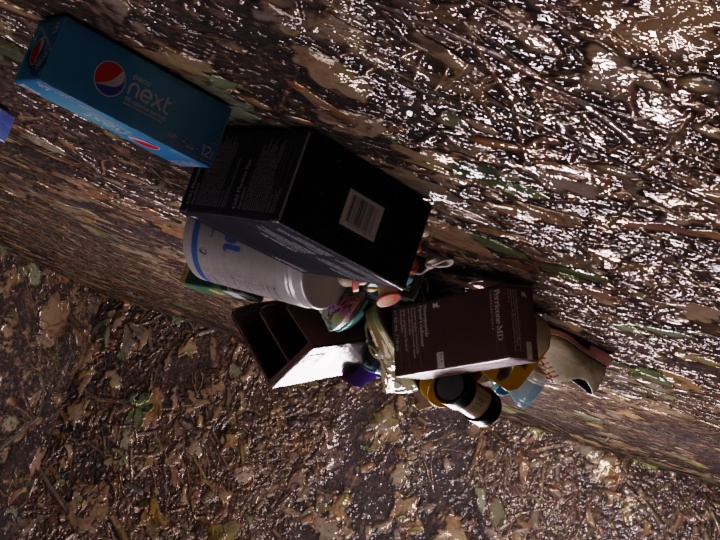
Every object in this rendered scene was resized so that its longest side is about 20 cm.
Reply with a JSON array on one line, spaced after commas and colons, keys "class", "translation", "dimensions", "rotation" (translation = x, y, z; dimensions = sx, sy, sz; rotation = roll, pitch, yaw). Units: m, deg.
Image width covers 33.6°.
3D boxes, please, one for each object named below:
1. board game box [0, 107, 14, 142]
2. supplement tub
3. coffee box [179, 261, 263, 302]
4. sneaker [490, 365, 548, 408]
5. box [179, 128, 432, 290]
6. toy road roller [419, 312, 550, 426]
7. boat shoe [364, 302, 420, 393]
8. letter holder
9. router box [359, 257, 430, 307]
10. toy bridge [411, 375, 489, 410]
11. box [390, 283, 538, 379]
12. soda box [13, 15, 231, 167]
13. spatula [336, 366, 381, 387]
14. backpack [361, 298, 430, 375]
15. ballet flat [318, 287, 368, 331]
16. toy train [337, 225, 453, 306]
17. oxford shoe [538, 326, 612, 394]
[{"class": "board game box", "translation": [-0.595, -0.243, 1.574], "dimensions": [0.199, 0.044, 0.199], "rotation": [16, 169, 21]}, {"class": "supplement tub", "translation": [-0.121, -0.032, 1.560], "dimensions": [0.199, 0.133, 0.132], "rotation": [13, 169, 30]}, {"class": "coffee box", "translation": [-0.196, -0.022, 1.804], "dimensions": [0.044, 0.124, 0.199], "rotation": [24, 171, -35]}, {"class": "sneaker", "translation": [0.229, 0.156, 1.945], "dimensions": [0.074, 0.082, 0.200], "rotation": [25, -169, -27]}, {"class": "box", "translation": [-0.060, -0.069, 1.304], "dimensions": [0.181, 0.105, 0.199], "rotation": [8, 165, 47]}, {"class": "toy road roller", "translation": [0.165, 0.115, 1.741], "dimensions": [0.146, 0.200, 0.123], "rotation": [43, -175, 38]}, {"class": "boat shoe", "translation": [0.036, 0.118, 1.727], "dimensions": [0.063, 0.074, 0.201], "rotation": [-13, 145, 11]}, {"class": "letter holder", "translation": [-0.075, 0.077, 1.762], "dimensions": [0.199, 0.101, 0.143], "rotation": [-3, -125, -55]}, {"class": "router box", "translation": [0.000, 0.000, 1.712], "dimensions": [0.199, 0.063, 0.150], "rotation": [18, 169, 9]}, {"class": "toy bridge", "translation": [0.130, 0.188, 1.872], "dimensions": [0.067, 0.027, 0.200], "rotation": [-22, 175, 32]}, {"class": "box", "translation": [0.138, 0.086, 1.610], "dimensions": [0.199, 0.101, 0.075], "rotation": [-14, 164, 39]}, {"class": "soda box", "translation": [-0.228, -0.171, 1.166], "dimensions": [0.199, 0.068, 0.064], "rotation": [26, 169, -38]}, {"class": "spatula", "translation": [0.019, 0.164, 1.929], "dimensions": [0.056, 0.021, 0.200], "rotation": [26, -171, 23]}, {"class": "backpack", "translation": [0.092, 0.109, 1.909], "dimensions": [0.199, 0.135, 0.182], "rotation": [18, -175, -34]}, {"class": "ballet flat", "translation": [-0.031, 0.045, 1.627], "dimensions": [0.071, 0.069, 0.200], "rotation": [45, 178, 3]}, {"class": "toy train", "translation": [0.042, -0.001, 1.501], "dimensions": [0.149, 0.056, 0.200], "rotation": [-12, 162, 20]}, {"class": "oxford shoe", "translation": [0.300, 0.133, 1.838], "dimensions": [0.199, 0.074, 0.071], "rotation": [23, 170, -20]}]
